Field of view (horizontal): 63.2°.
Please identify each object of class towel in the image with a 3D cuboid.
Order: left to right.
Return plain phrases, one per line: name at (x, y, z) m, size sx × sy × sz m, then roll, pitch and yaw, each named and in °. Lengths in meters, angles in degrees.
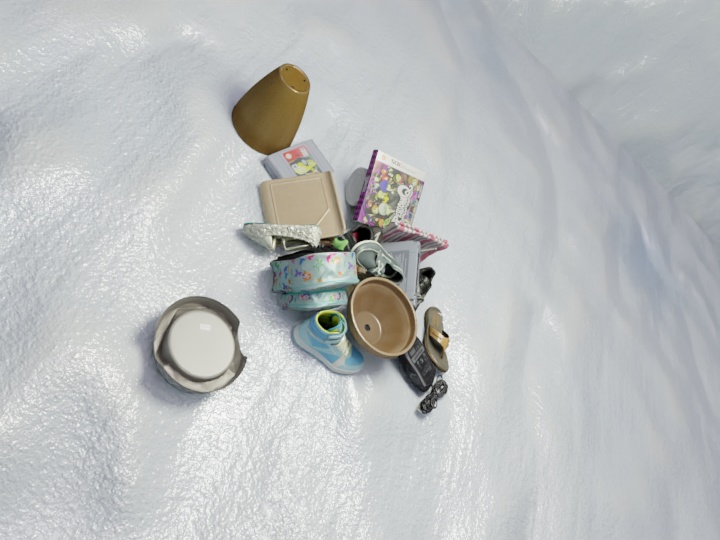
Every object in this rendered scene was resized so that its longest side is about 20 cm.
towel at (0.132, -0.075, 1.651) m, size 0.196 × 0.146 × 0.031 m, roll 18°, pitch 60°, yaw -29°

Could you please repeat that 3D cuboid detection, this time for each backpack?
backpack at (-0.101, 0.017, 1.365) m, size 0.175 × 0.198 × 0.155 m, roll -3°, pitch 80°, yaw -40°

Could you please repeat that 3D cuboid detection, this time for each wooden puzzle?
wooden puzzle at (-0.149, -0.156, 1.494) m, size 0.195 × 0.037 × 0.189 m, roll -12°, pitch 68°, yaw -7°

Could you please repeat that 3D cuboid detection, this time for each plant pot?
plant pot at (-0.218, -0.441, 1.555) m, size 0.183 × 0.199 × 0.190 m, roll 20°, pitch 53°, yaw -29°
plant pot at (0.038, 0.127, 1.452) m, size 0.197 × 0.092 × 0.206 m, roll 17°, pitch 58°, yaw -29°

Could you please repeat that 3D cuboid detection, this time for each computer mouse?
computer mouse at (0.146, 0.260, 1.525) m, size 0.138 × 0.052 × 0.203 m, roll -31°, pitch 96°, yaw -51°

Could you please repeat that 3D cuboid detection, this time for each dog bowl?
dog bowl at (-0.329, 0.156, 1.193) m, size 0.197 × 0.058 × 0.204 m, roll 21°, pitch 52°, yaw -29°

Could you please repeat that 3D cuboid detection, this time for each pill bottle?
pill bottle at (0.063, -0.218, 1.706) m, size 0.196 × 0.111 × 0.114 m, roll 14°, pitch 55°, yaw -32°

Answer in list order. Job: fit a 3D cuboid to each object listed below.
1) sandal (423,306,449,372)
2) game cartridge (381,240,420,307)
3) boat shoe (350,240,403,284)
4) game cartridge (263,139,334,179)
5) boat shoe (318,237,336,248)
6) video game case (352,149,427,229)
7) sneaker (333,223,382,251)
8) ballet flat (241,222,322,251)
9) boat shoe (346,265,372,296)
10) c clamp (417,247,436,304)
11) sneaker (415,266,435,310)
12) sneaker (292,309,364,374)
sandal at (0.220, 0.182, 1.621) m, size 0.081 × 0.054 × 0.204 m, roll 29°, pitch 46°, yaw -27°
game cartridge at (0.093, 0.013, 1.580) m, size 0.041 × 0.130 × 0.204 m, roll 66°, pitch 27°, yaw -53°
boat shoe at (0.047, -0.016, 1.473) m, size 0.199 × 0.073 × 0.062 m, roll 29°, pitch 19°, yaw -52°
game cartridge at (-0.162, -0.280, 1.617) m, size 0.199 × 0.041 × 0.135 m, roll -35°, pitch 92°, yaw -46°
boat shoe at (-0.099, -0.073, 1.522) m, size 0.072 × 0.073 × 0.201 m, roll -28°, pitch 73°, yaw -40°
video game case at (0.085, -0.208, 1.635) m, size 0.178 × 0.036 × 0.205 m, roll 18°, pitch 89°, yaw -30°
sneaker at (0.011, -0.078, 1.496) m, size 0.199 × 0.083 × 0.078 m, roll -28°, pitch 89°, yaw -57°
ballet flat at (-0.190, -0.079, 1.402) m, size 0.194 × 0.072 × 0.073 m, roll 1°, pitch 57°, yaw -1°
boat shoe at (0.000, 0.000, 1.552) m, size 0.072 × 0.063 × 0.204 m, roll 10°, pitch 57°, yaw -29°
c clamp at (0.128, 0.025, 1.592) m, size 0.027 × 0.166 × 0.204 m, roll 68°, pitch 20°, yaw -54°
sneaker at (0.150, 0.057, 1.621) m, size 0.076 × 0.090 × 0.202 m, roll 42°, pitch 46°, yaw -17°
sneaker at (-0.049, 0.166, 1.364) m, size 0.198 × 0.130 × 0.081 m, roll 30°, pitch 47°, yaw -22°
